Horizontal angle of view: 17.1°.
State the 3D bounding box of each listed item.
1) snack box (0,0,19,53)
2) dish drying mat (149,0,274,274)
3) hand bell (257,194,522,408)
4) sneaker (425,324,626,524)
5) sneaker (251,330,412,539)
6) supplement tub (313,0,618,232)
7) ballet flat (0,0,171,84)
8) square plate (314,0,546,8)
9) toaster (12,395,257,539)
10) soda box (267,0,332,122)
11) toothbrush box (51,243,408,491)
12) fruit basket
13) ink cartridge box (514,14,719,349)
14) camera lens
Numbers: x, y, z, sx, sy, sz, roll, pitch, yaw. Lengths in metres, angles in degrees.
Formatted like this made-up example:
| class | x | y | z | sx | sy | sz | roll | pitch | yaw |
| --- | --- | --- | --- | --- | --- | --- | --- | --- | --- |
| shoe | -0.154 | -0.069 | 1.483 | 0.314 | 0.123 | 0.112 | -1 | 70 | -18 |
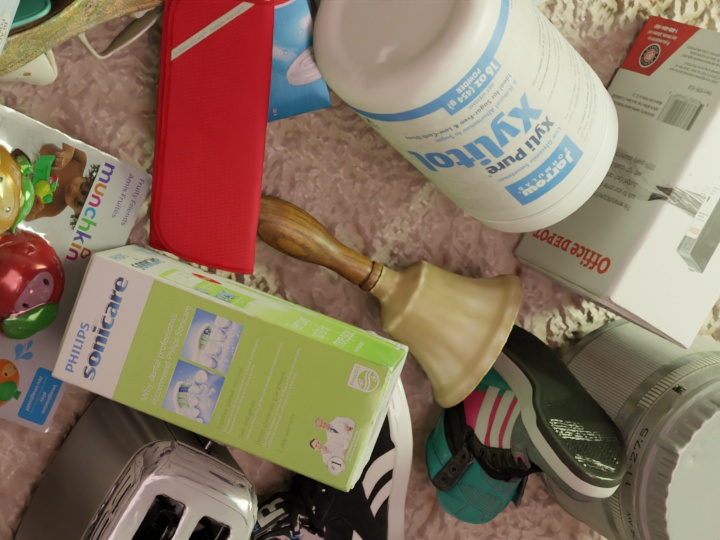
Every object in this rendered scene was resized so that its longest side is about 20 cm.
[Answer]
| class | x | y | z | sx | sy | sz | roll | pitch | yaw |
| --- | --- | --- | --- | --- | --- | --- | --- | --- | --- |
| snack box | -0.318 | -0.118 | 1.391 | 0.170 | 0.199 | 0.068 | -68 | 159 | 5 |
| dish drying mat | -0.097 | -0.092 | 1.531 | 0.076 | 0.018 | 0.201 | 15 | 121 | 13 |
| hand bell | 0.000 | 0.000 | 1.627 | 0.199 | 0.104 | 0.105 | 31 | 90 | -13 |
| sneaker | 0.105 | 0.130 | 1.637 | 0.083 | 0.200 | 0.121 | 16 | 111 | -25 |
| sneaker | -0.027 | 0.143 | 1.626 | 0.111 | 0.073 | 0.202 | -14 | 121 | -20 |
| supplement tub | 0.070 | -0.123 | 1.553 | 0.132 | 0.132 | 0.200 | -55 | 138 | -3 |
| ballet flat | -0.189 | -0.155 | 1.505 | 0.199 | 0.071 | 0.071 | -29 | 112 | -16 |
| square plate | 0.048 | -0.238 | 1.607 | 0.197 | 0.028 | 0.201 | -34 | 113 | -13 |
| toaster | -0.152 | 0.180 | 1.565 | 0.113 | 0.129 | 0.201 | 31 | 90 | -26 |
| soda box | -0.072 | -0.199 | 1.534 | 0.064 | 0.068 | 0.202 | -14 | 109 | 0 |
| toothbrush box | -0.078 | 0.058 | 1.516 | 0.198 | 0.146 | 0.087 | 20 | 95 | 5 |
| fruit basket | -0.237 | -0.008 | 1.503 | 0.199 | 0.094 | 0.187 | 25 | 86 | -34 |
| ink cartridge box | 0.212 | -0.062 | 1.656 | 0.083 | 0.144 | 0.201 | 31 | 90 | -26 |
| camera lens | 0.226 | 0.128 | 1.677 | 0.159 | 0.200 | 0.161 | -6 | 105 | -22 |
